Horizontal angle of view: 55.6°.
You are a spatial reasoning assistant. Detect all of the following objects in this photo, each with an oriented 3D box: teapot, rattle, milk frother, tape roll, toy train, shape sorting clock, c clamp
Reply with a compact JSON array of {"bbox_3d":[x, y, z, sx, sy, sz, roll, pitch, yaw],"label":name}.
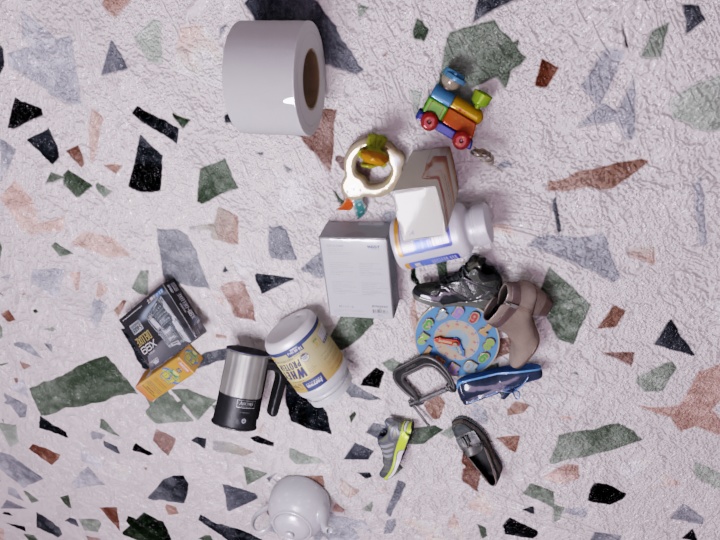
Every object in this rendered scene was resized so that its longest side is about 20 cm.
[{"bbox_3d":[-0.188,0.696,1.940,0.195,0.147,0.201,31,124,-4],"label":"teapot"},{"bbox_3d":[0.005,-0.164,1.378,0.129,0.144,0.201,28,120,-25],"label":"rattle"},{"bbox_3d":[-0.307,0.289,1.746,0.198,0.179,0.192,12,89,41],"label":"milk frother"},{"bbox_3d":[-0.154,-0.356,1.266,0.136,0.204,0.206,4,122,13],"label":"tape roll"},{"bbox_3d":[0.212,-0.285,1.283,0.197,0.085,0.117,29,111,-3],"label":"toy train"},{"bbox_3d":[0.220,0.160,1.565,0.196,0.039,0.204,7,122,12],"label":"shape sorting clock"},{"bbox_3d":[0.161,0.281,1.642,0.171,0.027,0.200,45,138,-1],"label":"c clamp"}]

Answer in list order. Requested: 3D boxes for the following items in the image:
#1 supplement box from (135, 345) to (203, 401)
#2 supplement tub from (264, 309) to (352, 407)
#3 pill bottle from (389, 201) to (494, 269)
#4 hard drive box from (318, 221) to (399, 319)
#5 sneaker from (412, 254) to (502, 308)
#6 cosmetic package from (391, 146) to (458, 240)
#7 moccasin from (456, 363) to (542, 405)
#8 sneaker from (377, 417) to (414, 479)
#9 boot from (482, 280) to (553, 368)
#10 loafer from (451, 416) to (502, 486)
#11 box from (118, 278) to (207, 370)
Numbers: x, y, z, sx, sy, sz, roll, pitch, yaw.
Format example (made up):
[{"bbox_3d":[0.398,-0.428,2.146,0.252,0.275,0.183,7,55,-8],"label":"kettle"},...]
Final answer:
[{"bbox_3d":[-0.513,0.272,1.826,0.199,0.069,0.067,-34,109,27],"label":"supplement box"},{"bbox_3d":[-0.121,0.211,1.630,0.143,0.145,0.202,-24,111,27],"label":"supplement tub"},{"bbox_3d":[0.168,-0.076,1.396,0.196,0.113,0.114,-12,117,21],"label":"pill bottle"},{"bbox_3d":[0.000,0.000,1.509,0.152,0.077,0.204,3,121,14],"label":"hard drive box"},{"bbox_3d":[0.208,0.020,1.465,0.195,0.077,0.116,2,119,11],"label":"sneaker"},{"bbox_3d":[0.129,-0.151,1.307,0.085,0.201,0.105,-5,120,20],"label":"cosmetic package"},{"bbox_3d":[0.320,0.260,1.563,0.196,0.080,0.070,-13,93,13],"label":"moccasin"},{"bbox_3d":[0.079,0.457,1.773,0.080,0.074,0.203,23,118,12],"label":"sneaker"},{"bbox_3d":[0.322,0.112,1.457,0.144,0.070,0.203,12,109,-29],"label":"boot"},{"bbox_3d":[0.294,0.453,1.704,0.071,0.063,0.201,-28,109,28],"label":"loafer"},{"bbox_3d":[-0.501,0.139,1.728,0.198,0.050,0.159,-32,90,30],"label":"box"}]
